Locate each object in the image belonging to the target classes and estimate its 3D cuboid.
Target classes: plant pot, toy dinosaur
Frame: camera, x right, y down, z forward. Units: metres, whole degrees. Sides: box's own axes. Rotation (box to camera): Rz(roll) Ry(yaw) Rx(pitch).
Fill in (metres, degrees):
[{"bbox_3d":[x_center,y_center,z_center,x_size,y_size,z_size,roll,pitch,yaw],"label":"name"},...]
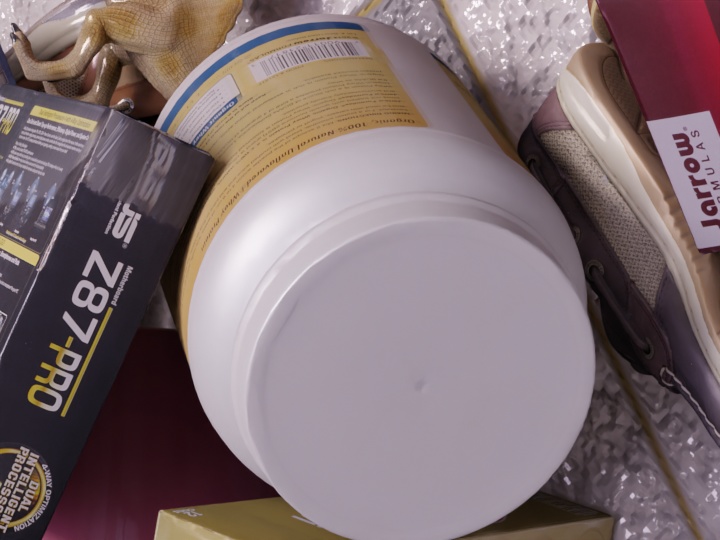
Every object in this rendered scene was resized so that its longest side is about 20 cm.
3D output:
[{"bbox_3d":[-0.091,0.128,1.039,0.200,0.200,0.180,-19,61,38],"label":"plant pot"},{"bbox_3d":[-0.091,-0.101,1.065,0.101,0.058,0.201,-19,90,5],"label":"toy dinosaur"}]

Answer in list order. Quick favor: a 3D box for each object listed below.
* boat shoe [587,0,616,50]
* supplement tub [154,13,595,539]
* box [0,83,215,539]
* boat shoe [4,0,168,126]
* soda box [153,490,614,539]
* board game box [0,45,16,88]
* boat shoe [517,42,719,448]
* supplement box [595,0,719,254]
[{"bbox_3d":[0.145,-0.166,0.916,0.200,0.072,0.068,-56,36,30],"label":"boat shoe"},{"bbox_3d":[0.000,0.000,0.932,0.200,0.144,0.145,-118,47,-64],"label":"supplement tub"},{"bbox_3d":[-0.134,0.012,0.970,0.162,0.049,0.200,-67,21,-2],"label":"box"},{"bbox_3d":[-0.152,-0.056,1.157,0.200,0.076,0.072,-33,72,37],"label":"boat shoe"},{"bbox_3d":[0.010,0.121,0.933,0.064,0.200,0.068,16,100,38],"label":"soda box"},{"bbox_3d":[-0.191,-0.022,1.141,0.135,0.035,0.201,6,126,36],"label":"board game box"},{"bbox_3d":[0.121,0.009,0.932,0.065,0.072,0.200,-49,61,40],"label":"boat shoe"},{"bbox_3d":[0.190,-0.077,0.838,0.199,0.061,0.109,-10,115,36],"label":"supplement box"}]
